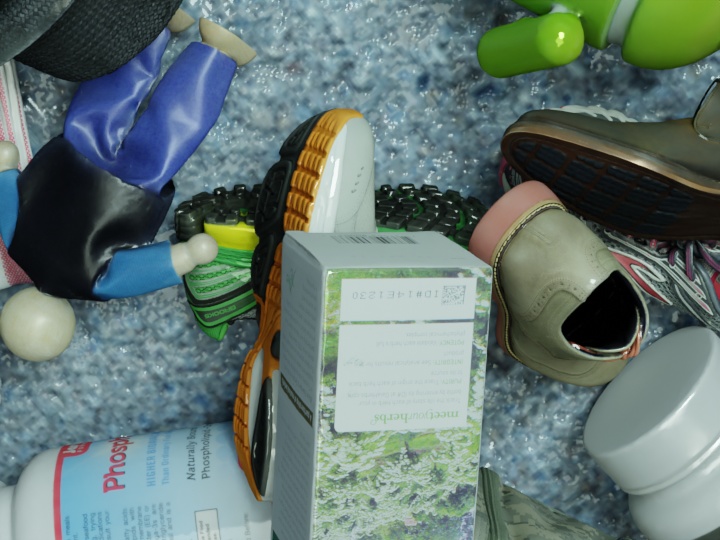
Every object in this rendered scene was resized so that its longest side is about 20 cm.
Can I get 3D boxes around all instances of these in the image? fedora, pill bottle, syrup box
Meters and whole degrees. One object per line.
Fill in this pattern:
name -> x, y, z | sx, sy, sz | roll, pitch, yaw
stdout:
fedora -> -0.140, -0.167, 0.722 | 0.201, 0.201, 0.092 | -44, 136, 8
pill bottle -> 0.224, 0.134, 0.821 | 0.114, 0.114, 0.200 | -44, 102, 8
syrup box -> 0.006, 0.087, 0.674 | 0.078, 0.081, 0.201 | -1, 103, -17
pill bottle -> -0.123, 0.146, 0.810 | 0.199, 0.109, 0.109 | -8, 104, -1

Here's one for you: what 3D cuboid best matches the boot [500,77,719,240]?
boot -> 0.172, -0.067, 0.744 | 0.199, 0.075, 0.097 | 17, 67, -5

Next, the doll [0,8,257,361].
doll -> -0.129, -0.042, 0.765 | 0.136, 0.048, 0.201 | 30, 90, 12

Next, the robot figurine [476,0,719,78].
robot figurine -> 0.117, -0.176, 0.720 | 0.200, 0.116, 0.176 | 31, 75, 11

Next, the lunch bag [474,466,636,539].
lunch bag -> 0.058, 0.217, 0.819 | 0.167, 0.139, 0.201 | 22, 101, -2

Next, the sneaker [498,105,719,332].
sneaker -> 0.169, -0.025, 0.798 | 0.199, 0.075, 0.081 | 27, 101, -8

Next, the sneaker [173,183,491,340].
sneaker -> 0.000, 0.000, 0.804 | 0.199, 0.078, 0.086 | 1, 111, 6

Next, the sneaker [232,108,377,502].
sneaker -> -0.006, 0.018, 0.742 | 0.092, 0.076, 0.201 | 3, 105, -22

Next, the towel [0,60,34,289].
towel -> -0.276, -0.051, 0.796 | 0.199, 0.030, 0.147 | -8, 107, 0

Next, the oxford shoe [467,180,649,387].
oxford shoe -> 0.113, 0.029, 0.757 | 0.070, 0.200, 0.075 | -47, 60, 0
